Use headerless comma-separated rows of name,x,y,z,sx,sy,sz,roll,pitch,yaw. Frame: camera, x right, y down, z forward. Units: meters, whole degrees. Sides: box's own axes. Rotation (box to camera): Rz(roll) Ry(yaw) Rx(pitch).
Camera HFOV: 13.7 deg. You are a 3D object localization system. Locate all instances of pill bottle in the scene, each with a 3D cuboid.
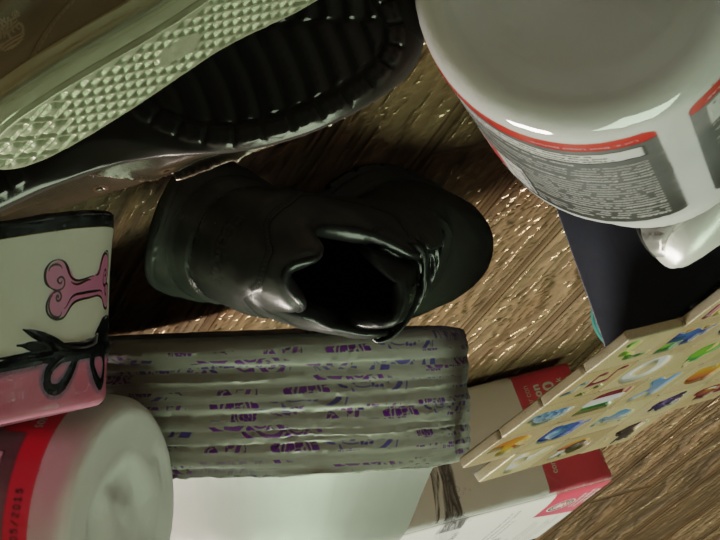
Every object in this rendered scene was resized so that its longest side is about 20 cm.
pill bottle,0.091,-0.080,1.068,0.116,0.116,0.200,-20,165,7
pill bottle,-0.190,0.097,1.274,0.200,0.111,0.111,6,174,21

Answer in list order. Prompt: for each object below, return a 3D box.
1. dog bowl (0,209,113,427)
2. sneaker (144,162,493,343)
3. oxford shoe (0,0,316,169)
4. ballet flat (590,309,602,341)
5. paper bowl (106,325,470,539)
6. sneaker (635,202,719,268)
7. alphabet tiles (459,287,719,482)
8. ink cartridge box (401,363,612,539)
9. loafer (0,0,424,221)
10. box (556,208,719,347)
dog bowl,-0.184,0.033,1.138,0.200,0.074,0.200,-12,178,-1
sneaker,0.000,0.000,1.266,0.091,0.076,0.200,23,-164,36
oxford shoe,-0.048,-0.104,0.942,0.200,0.058,0.075,-31,164,-13
ballet flat,0.198,-0.011,1.571,0.069,0.070,0.200,-8,162,-36
paper bowl,-0.049,0.079,1.382,0.200,0.105,0.201,-1,180,0
sneaker,0.200,-0.055,1.220,0.200,0.087,0.074,-34,-164,-16
alphabet tiles,0.140,0.043,1.346,0.166,0.006,0.200,-13,161,-39
ink cartridge box,0.032,0.135,1.850,0.200,0.085,0.146,-15,165,-22
loafer,-0.076,-0.066,1.033,0.200,0.073,0.071,-14,177,5
box,0.209,-0.046,1.366,0.182,0.104,0.200,-13,164,-18
